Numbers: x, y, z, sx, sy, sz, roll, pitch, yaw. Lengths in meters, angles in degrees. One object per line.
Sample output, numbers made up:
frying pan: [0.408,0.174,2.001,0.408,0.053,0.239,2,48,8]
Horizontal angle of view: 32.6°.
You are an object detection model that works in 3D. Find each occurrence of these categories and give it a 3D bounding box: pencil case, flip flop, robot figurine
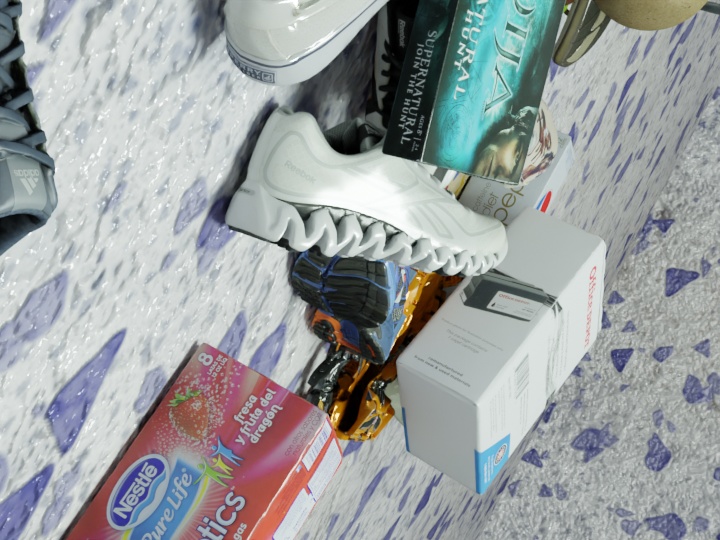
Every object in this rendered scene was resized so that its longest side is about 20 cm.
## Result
pencil case: [0.105,-0.111,0.970,0.200,0.078,0.090,5,90,-73]
flip flop: [0.183,-0.269,1.014,0.081,0.057,0.200,-29,128,-55]
robot figurine: [0.018,0.061,1.021,0.200,0.058,0.145,-62,161,0]

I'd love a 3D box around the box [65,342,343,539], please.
box: [-0.103,0.159,0.741,0.200,0.095,0.100,-57,163,-17]

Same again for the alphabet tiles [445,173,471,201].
alphabet tiles: [0.093,-0.067,1.139,0.200,0.006,0.167,-53,162,-29]

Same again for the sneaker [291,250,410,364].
sneaker: [0.000,0.000,0.872,0.200,0.075,0.079,94,18,-71]

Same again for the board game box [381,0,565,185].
board game box: [0.079,-0.154,0.709,0.135,0.028,0.200,4,102,-59]

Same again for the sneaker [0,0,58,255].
sneaker: [-0.121,-0.053,0.368,0.074,0.081,0.200,-24,139,-65]

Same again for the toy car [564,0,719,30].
toy car: [0.202,-0.232,0.857,0.158,0.200,0.164,-60,164,-6]

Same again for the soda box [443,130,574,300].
soda box: [0.121,-0.041,1.131,0.200,0.068,0.064,-61,162,-6]

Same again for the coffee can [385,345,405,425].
coffee can: [0.130,0.072,1.226,0.200,0.146,0.146,-53,161,-29]

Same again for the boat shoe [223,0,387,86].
boat shoe: [0.004,-0.177,0.584,0.200,0.071,0.070,-49,163,-21]

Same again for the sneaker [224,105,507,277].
sneaker: [0.017,-0.043,0.724,0.200,0.075,0.081,9,95,-41]

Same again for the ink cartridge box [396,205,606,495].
ink cartridge box: [0.123,0.066,1.052,0.200,0.084,0.145,-48,150,-28]

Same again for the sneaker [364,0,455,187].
sneaker: [0.031,-0.126,0.757,0.080,0.074,0.200,-26,132,-58]
